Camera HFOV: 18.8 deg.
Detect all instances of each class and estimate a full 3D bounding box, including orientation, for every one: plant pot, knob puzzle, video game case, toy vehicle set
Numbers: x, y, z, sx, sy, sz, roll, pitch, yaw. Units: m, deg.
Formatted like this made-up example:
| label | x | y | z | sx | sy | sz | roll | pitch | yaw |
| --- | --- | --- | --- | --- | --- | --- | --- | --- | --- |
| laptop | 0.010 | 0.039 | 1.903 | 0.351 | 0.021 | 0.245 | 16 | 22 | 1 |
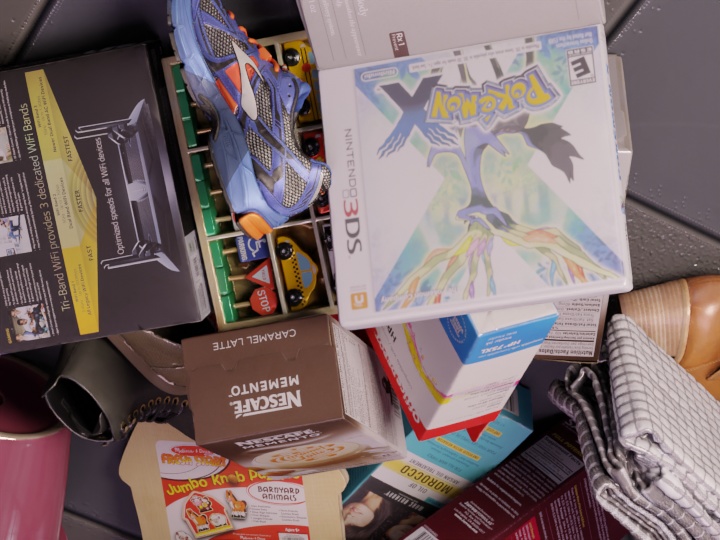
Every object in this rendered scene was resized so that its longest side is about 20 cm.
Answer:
| label | x | y | z | sx | sy | sz | roll | pitch | yaw |
| --- | --- | --- | --- | --- | --- | --- | --- | --- | --- |
| plant pot | -0.313 | 0.169 | 1.714 | 0.199 | 0.200 | 0.179 | 17 | 115 | -13 |
| knob puzzle | -0.102 | 0.162 | 1.782 | 0.219 | 0.030 | 0.220 | 7 | 118 | 14 |
| video game case | 0.074 | -0.063 | 1.448 | 0.199 | 0.183 | 0.022 | -8 | 169 | 17 |
| toy vehicle set | -0.059 | -0.064 | 1.532 | 0.124 | 0.027 | 0.201 | -11 | 97 | 10 |

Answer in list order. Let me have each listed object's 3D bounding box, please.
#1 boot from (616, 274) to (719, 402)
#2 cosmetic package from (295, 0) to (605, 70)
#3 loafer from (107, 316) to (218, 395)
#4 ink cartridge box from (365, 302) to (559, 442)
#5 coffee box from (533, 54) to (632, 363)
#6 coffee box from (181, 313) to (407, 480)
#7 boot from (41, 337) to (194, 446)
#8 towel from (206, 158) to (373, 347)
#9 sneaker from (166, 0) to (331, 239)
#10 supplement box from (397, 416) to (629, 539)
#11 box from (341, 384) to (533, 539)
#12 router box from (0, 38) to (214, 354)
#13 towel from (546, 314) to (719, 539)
| label | x | y | z | sx | sy | sz | roll | pitch | yaw |
| --- | --- | --- | --- | --- | --- | --- | --- | --- | --- |
| boot | 0.282 | 0.087 | 1.700 | 0.154 | 0.074 | 0.200 | -7 | 133 | 1 |
| cosmetic package | 0.058 | -0.209 | 1.434 | 0.199 | 0.090 | 0.107 | -8 | 127 | 12 |
| loafer | -0.178 | 0.007 | 1.610 | 0.200 | 0.076 | 0.067 | 40 | 138 | -12 |
| ink cartridge box | 0.062 | 0.041 | 1.555 | 0.067 | 0.116 | 0.200 | -15 | 154 | -23 |
| coffee box | 0.142 | -0.043 | 1.559 | 0.080 | 0.113 | 0.200 | 3 | 132 | -1 |
| coffee box | -0.046 | 0.097 | 1.604 | 0.114 | 0.080 | 0.200 | -12 | 165 | 12 |
| boot | -0.161 | 0.110 | 1.664 | 0.200 | 0.138 | 0.077 | 38 | 121 | -18 |
| towel | -0.066 | -0.006 | 1.615 | 0.144 | 0.023 | 0.200 | -11 | 130 | 10 |
| sneaker | -0.075 | -0.124 | 1.472 | 0.078 | 0.075 | 0.201 | -19 | 86 | 1 |
| supplement box | 0.123 | 0.217 | 1.750 | 0.200 | 0.061 | 0.109 | -33 | 134 | -20 |
| box | 0.049 | 0.156 | 1.776 | 0.082 | 0.049 | 0.200 | 27 | 126 | -21 |
| router box | -0.201 | -0.051 | 1.535 | 0.157 | 0.052 | 0.201 | -9 | 98 | 9 |
| towel | 0.231 | 0.152 | 1.602 | 0.086 | 0.166 | 0.200 | -40 | 116 | 20 |
